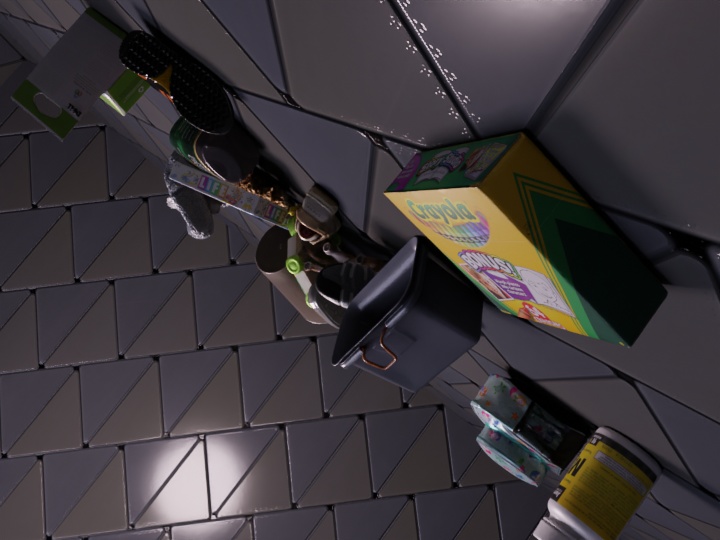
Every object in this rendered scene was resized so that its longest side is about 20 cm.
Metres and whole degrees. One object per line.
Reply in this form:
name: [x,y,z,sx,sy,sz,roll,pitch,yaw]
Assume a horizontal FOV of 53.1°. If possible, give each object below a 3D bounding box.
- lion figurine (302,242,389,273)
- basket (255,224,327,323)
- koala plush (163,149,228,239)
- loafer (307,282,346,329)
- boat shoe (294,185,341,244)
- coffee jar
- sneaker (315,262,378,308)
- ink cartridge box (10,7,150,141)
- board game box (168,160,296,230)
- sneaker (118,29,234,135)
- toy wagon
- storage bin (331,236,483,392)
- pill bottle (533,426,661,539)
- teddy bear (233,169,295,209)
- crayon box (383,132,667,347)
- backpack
lion figurine: [0.000,0.000,1.219,0.122,0.074,0.199,15,-170,-47]
basket: [-0.104,0.000,1.422,0.178,0.138,0.200,-14,146,26]
koala plush: [-0.354,-0.188,1.607,0.185,0.177,0.200,52,170,-13]
loafer: [-0.036,0.066,1.214,0.069,0.071,0.200,11,164,32]
boat shoe: [-0.079,-0.082,1.203,0.073,0.069,0.200,38,172,7]
coffee jar: [-0.249,-0.211,1.224,0.104,0.086,0.199,43,171,-32]
sneaker: [0.029,0.053,1.128,0.196,0.076,0.116,8,149,12]
ink cartridge box: [-0.454,-0.310,1.195,0.147,0.201,0.076,36,172,18]
board game box: [-0.228,-0.134,1.299,0.198,0.035,0.134,24,-178,24]
sneaker: [-0.249,-0.265,1.034,0.199,0.070,0.090,39,-173,6]
toy wagon: [-0.079,-0.023,1.302,0.202,0.039,0.155,60,-147,-5]
storage bin: [0.069,0.081,0.981,0.133,0.147,0.200,30,132,-14]
pill bottle: [0.361,0.355,1.109,0.114,0.201,0.114,37,172,6]
teddy bear: [-0.204,-0.152,1.409,0.199,0.067,0.145,37,170,14]
crayon box: [0.124,-0.027,0.600,0.172,0.059,0.200,42,172,-16]
backpack: [0.288,0.283,1.294,0.200,0.151,0.178,41,175,22]
